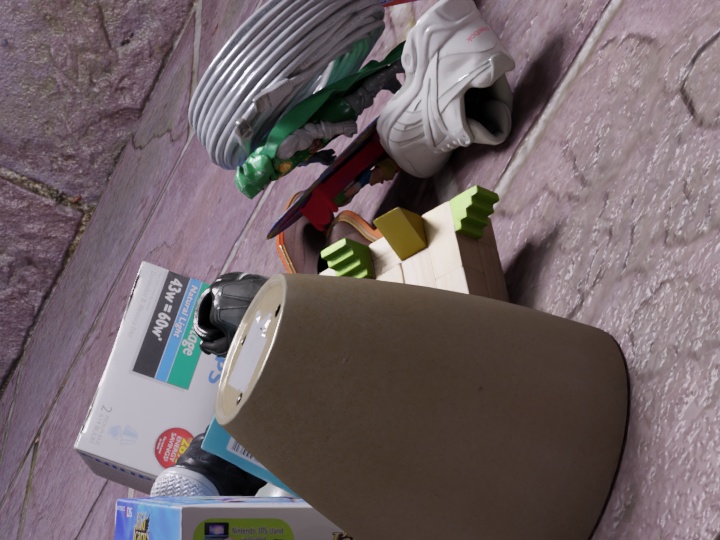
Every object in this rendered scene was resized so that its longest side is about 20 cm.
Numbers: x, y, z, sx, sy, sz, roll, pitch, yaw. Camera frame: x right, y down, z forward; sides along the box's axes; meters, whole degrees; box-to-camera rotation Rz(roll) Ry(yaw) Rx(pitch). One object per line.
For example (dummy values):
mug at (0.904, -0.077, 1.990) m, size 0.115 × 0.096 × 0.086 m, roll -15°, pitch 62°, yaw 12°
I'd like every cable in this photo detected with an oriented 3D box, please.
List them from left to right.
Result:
cable at (-0.064, -0.170, 1.336) m, size 0.200 × 0.069 × 0.200 m, roll -44°, pitch -6°, yaw -22°

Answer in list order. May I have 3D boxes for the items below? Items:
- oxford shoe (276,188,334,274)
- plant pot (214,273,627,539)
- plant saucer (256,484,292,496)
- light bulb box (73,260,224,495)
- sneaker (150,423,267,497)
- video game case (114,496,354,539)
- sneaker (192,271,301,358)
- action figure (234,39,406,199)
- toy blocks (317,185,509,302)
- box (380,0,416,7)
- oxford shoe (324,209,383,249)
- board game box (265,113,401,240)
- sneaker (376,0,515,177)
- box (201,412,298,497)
oxford shoe at (-0.030, -0.011, 1.430) m, size 0.073 × 0.071 × 0.201 m, roll -49°, pitch 34°, yaw 35°
plant pot at (0.022, 0.084, 0.909) m, size 0.188 × 0.198 × 0.188 m, roll -56°, pitch 20°, yaw 33°
plant saucer at (-0.101, 0.224, 1.358) m, size 0.201 × 0.050 × 0.201 m, roll -56°, pitch 20°, yaw 31°
light bulb box at (-0.191, 0.121, 1.558) m, size 0.200 × 0.123 × 0.200 m, roll 108°, pitch -179°, yaw -75°
sneaker at (-0.110, 0.202, 1.251) m, size 0.201 × 0.075 × 0.114 m, roll 88°, pitch -153°, yaw -44°
video game case at (-0.062, 0.180, 1.065) m, size 0.200 × 0.179 × 0.046 m, roll 164°, pitch 109°, yaw -68°
sneaker at (-0.089, 0.043, 1.277) m, size 0.201 × 0.097 × 0.072 m, roll 108°, pitch 167°, yaw -78°
action figure at (-0.032, -0.121, 1.300) m, size 0.199 × 0.055 × 0.118 m, roll -38°, pitch -2°, yaw -29°
toy blocks at (0.033, 0.049, 1.091) m, size 0.199 × 0.099 × 0.138 m, roll -29°, pitch 60°, yaw 34°
box at (0.008, -0.308, 1.439) m, size 0.095 × 0.198 × 0.104 m, roll -40°, pitch 72°, yaw 55°
oxford shoe at (0.000, 0.000, 1.281) m, size 0.073 × 0.071 × 0.200 m, roll -52°, pitch 15°, yaw -8°
board game box at (0.001, -0.083, 1.357) m, size 0.200 × 0.039 × 0.158 m, roll -45°, pitch -2°, yaw 20°
sneaker at (0.074, -0.123, 1.235) m, size 0.078 × 0.099 × 0.201 m, roll -34°, pitch -21°, yaw -22°
box at (-0.051, 0.117, 1.159) m, size 0.050 × 0.082 × 0.200 m, roll -65°, pitch -9°, yaw 4°
